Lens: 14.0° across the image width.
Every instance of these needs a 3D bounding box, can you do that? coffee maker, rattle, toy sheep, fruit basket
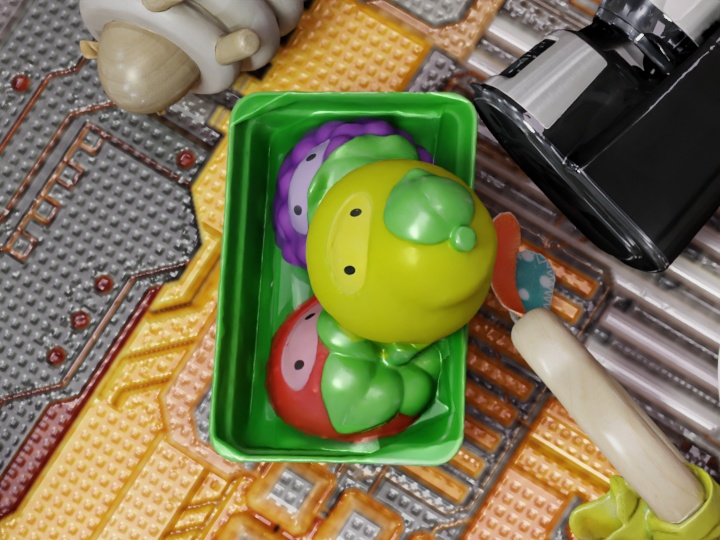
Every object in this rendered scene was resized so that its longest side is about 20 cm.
[{"bbox_3d":[0.190,-0.095,1.548,0.192,0.135,0.200,42,86,15],"label":"coffee maker"},{"bbox_3d":[0.091,0.091,1.529,0.200,0.130,0.143,47,110,8],"label":"rattle"},{"bbox_3d":[-0.084,-0.171,1.612,0.138,0.138,0.200,25,70,14],"label":"toy sheep"},{"bbox_3d":[0.000,0.000,1.521,0.155,0.216,0.216,1,77,9],"label":"fruit basket"}]

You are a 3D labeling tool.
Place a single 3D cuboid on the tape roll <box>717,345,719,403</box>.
[{"bbox_3d":[0.286,0.061,1.529,0.202,0.071,0.203,-2,77,8],"label":"tape roll"}]
